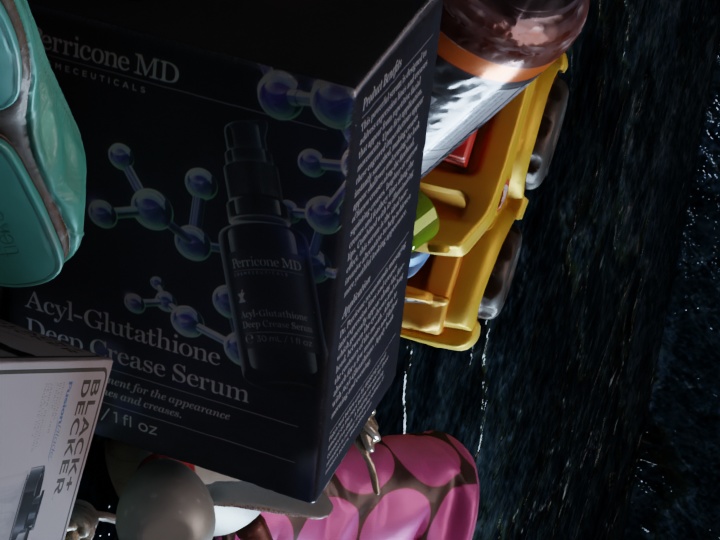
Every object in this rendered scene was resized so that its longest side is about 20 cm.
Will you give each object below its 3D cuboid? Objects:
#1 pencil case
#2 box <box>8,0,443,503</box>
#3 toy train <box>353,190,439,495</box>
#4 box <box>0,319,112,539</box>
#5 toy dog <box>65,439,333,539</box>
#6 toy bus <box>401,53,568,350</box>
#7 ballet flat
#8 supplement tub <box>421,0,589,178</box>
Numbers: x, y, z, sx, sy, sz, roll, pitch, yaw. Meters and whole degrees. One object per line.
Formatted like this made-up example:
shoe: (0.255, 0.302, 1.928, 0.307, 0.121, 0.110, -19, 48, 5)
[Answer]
pencil case: (-0.023, 0.142, 1.127, 0.199, 0.090, 0.095, -4, 81, -38)
box: (-0.059, -0.027, 0.859, 0.107, 0.147, 0.202, -53, 154, -54)
toy train: (0.000, 0.000, 1.056, 0.116, 0.084, 0.201, -42, 118, -37)
box: (-0.166, 0.077, 0.744, 0.200, 0.060, 0.118, 13, 93, -76)
toy dog: (-0.072, 0.117, 0.958, 0.097, 0.131, 0.200, 58, 27, -7)
toy bus: (0.037, -0.060, 1.159, 0.192, 0.135, 0.202, 1, 106, -86)
ballet flat: (-0.139, -0.073, 0.713, 0.201, 0.067, 0.071, 82, 4, -58)
supplement tub: (0.030, -0.113, 0.912, 0.200, 0.107, 0.107, -41, -166, 46)
